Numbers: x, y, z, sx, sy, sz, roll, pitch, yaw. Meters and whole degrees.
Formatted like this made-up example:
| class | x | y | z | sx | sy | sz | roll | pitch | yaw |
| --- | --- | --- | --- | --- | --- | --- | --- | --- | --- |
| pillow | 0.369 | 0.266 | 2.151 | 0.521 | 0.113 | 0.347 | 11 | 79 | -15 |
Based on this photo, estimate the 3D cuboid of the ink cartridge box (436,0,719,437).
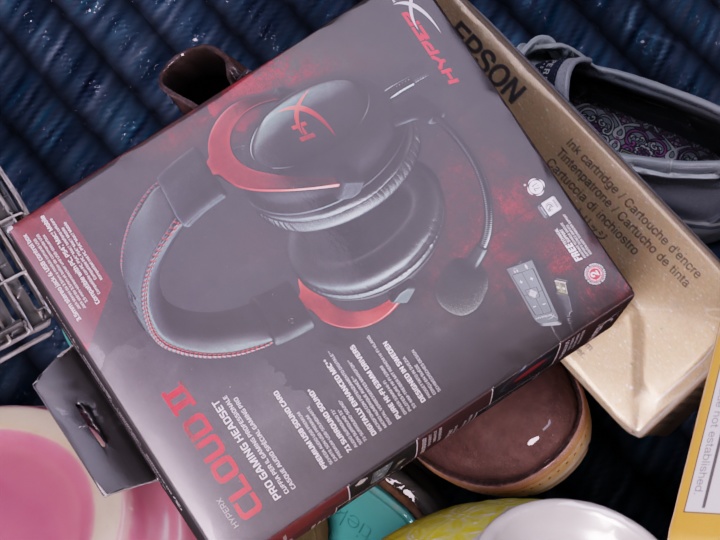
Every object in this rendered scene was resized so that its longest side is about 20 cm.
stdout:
| class | x | y | z | sx | sy | sz | roll | pitch | yaw |
| --- | --- | --- | --- | --- | --- | --- | --- | --- | --- |
| ink cartridge box | 0.079 | -0.025 | 1.051 | 0.075 | 0.165 | 0.200 | -44 | 81 | 6 |

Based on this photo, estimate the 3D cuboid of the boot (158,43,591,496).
| class | x | y | z | sx | sy | sz | roll | pitch | yaw |
| --- | --- | --- | --- | --- | --- | --- | --- | --- | --- |
| boot | 0.000 | 0.000 | 1.024 | 0.072 | 0.166 | 0.200 | -44 | 39 | -3 |

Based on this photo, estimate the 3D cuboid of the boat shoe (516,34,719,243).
| class | x | y | z | sx | sy | sz | roll | pitch | yaw |
| --- | --- | --- | --- | --- | --- | --- | --- | --- | --- |
| boat shoe | 0.093 | -0.077 | 1.174 | 0.200 | 0.072 | 0.070 | 19 | 55 | 6 |

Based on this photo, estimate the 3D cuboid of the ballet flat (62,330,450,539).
| class | x | y | z | sx | sy | sz | roll | pitch | yaw |
| --- | --- | --- | --- | --- | --- | --- | --- | --- | --- |
| ballet flat | -0.042 | 0.062 | 1.064 | 0.200 | 0.068 | 0.068 | 41 | 23 | 7 |

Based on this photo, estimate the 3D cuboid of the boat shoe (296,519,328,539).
| class | x | y | z | sx | sy | sz | roll | pitch | yaw |
| --- | --- | --- | --- | --- | --- | --- | --- | --- | --- |
| boat shoe | -0.094 | 0.158 | 0.991 | 0.066 | 0.072 | 0.201 | 21 | 63 | 45 |

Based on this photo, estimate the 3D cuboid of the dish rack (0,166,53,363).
| class | x | y | z | sx | sy | sz | roll | pitch | yaw |
| --- | --- | --- | --- | --- | --- | --- | --- | --- | --- |
| dish rack | -0.231 | 0.018 | 1.054 | 0.199 | 0.055 | 0.154 | -28 | 64 | -13 |

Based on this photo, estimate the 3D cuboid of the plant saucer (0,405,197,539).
| class | x | y | z | sx | sy | sz | roll | pitch | yaw |
| --- | --- | --- | --- | --- | --- | --- | --- | --- | --- |
| plant saucer | -0.150 | 0.124 | 0.961 | 0.199 | 0.051 | 0.201 | -13 | 43 | 13 |

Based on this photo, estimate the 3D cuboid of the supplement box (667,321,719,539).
| class | x | y | z | sx | sy | sz | roll | pitch | yaw |
| --- | --- | --- | --- | --- | --- | --- | --- | --- | --- |
| supplement box | 0.173 | 0.026 | 0.927 | 0.068 | 0.067 | 0.201 | 2 | 64 | 38 |

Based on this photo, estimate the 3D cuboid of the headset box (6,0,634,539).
| class | x | y | z | sx | sy | sz | roll | pitch | yaw |
| --- | --- | --- | --- | --- | --- | --- | --- | --- | --- |
| headset box | -0.023 | 0.009 | 0.925 | 0.199 | 0.075 | 0.149 | -32 | 82 | -7 |

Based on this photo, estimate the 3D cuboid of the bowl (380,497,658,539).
| class | x | y | z | sx | sy | sz | roll | pitch | yaw |
| --- | --- | --- | --- | --- | --- | --- | --- | --- | --- |
| bowl | 0.069 | 0.149 | 0.919 | 0.199 | 0.108 | 0.201 | 8 | 42 | -7 |
